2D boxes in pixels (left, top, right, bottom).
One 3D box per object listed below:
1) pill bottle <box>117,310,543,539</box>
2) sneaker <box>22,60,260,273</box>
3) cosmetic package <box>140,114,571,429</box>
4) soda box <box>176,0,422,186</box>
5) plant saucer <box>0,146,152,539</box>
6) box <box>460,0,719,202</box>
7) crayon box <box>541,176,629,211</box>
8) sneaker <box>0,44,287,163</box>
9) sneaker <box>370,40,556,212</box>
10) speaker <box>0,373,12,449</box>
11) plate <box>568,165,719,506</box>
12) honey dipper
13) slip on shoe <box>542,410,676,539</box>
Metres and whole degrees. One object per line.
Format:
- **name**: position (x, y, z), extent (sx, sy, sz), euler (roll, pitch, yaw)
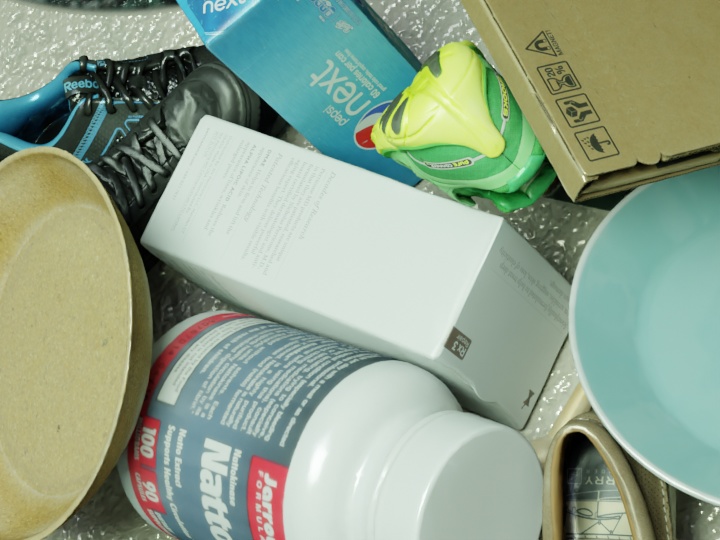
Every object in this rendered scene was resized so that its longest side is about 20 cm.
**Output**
- **pill bottle**: position (-0.015, 0.095, 1.000), extent (0.199, 0.119, 0.121), euler (14, 75, 44)
- **sneaker**: position (-0.140, -0.032, 1.130), extent (0.060, 0.104, 0.200), euler (52, 123, 17)
- **cosmetic package**: position (0.000, 0.000, 1.060), extent (0.199, 0.113, 0.082), euler (19, 79, 32)
- **soda box**: position (-0.019, -0.110, 1.063), extent (0.068, 0.200, 0.064), euler (-39, 55, 7)
- **plant saucer**: position (-0.159, 0.039, 1.047), extent (0.199, 0.035, 0.203), euler (-12, 75, 49)
- **box**: position (0.125, -0.133, 0.959), extent (0.162, 0.021, 0.201), euler (-14, 61, -23)
- **crayon box**: position (0.120, -0.150, 1.065), extent (0.127, 0.050, 0.202), euler (-46, 47, 41)
- **sneaker**: position (-0.125, -0.090, 1.185), extent (0.198, 0.082, 0.074), euler (-22, 57, 17)
- **sneaker**: position (0.053, -0.062, 1.000), extent (0.083, 0.200, 0.074), euler (42, 98, -2)
- **speaker**: position (-0.238, 0.129, 1.153), extent (0.199, 0.081, 0.082), euler (-37, 56, 9)
- **plate**: position (0.195, 0.030, 0.958), extent (0.198, 0.026, 0.202), euler (-2, 56, 3)
- **honey dipper**: position (0.138, 0.017, 1.025), extent (0.038, 0.038, 0.201), euler (31, 90, 35)
- **slip on shoe**: position (0.115, 0.164, 0.936), extent (0.075, 0.060, 0.202), euler (-4, 80, 26)
